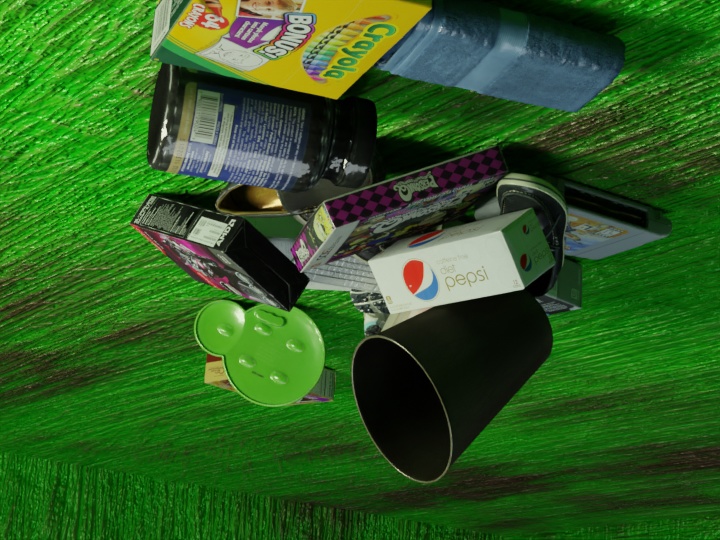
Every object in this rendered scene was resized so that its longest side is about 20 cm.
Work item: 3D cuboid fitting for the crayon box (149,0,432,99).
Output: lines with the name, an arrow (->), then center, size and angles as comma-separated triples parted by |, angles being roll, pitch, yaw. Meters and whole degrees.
crayon box -> -0.060, -0.213, 1.223 | 0.172, 0.058, 0.200 | 10, 162, -21

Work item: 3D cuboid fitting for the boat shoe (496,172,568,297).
boat shoe -> 0.184, -0.037, 1.623 | 0.074, 0.062, 0.200 | 10, 152, 17

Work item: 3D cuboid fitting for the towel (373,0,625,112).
towel -> 0.117, -0.189, 1.283 | 0.199, 0.049, 0.112 | 10, 162, -18

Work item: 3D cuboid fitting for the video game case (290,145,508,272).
video game case -> 0.037, -0.063, 1.590 | 0.199, 0.036, 0.181 | -19, 171, -18

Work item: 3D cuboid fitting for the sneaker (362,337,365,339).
sneaker -> 0.101, 0.123, 2.246 | 0.199, 0.080, 0.078 | 7, 163, -8

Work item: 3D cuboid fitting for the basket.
basket -> 0.107, 0.102, 1.638 | 0.136, 0.181, 0.200 | 12, -144, 42

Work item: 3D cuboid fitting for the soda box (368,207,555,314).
soda box -> 0.105, -0.008, 1.603 | 0.200, 0.068, 0.064 | -13, -165, 46

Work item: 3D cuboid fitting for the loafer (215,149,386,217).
loafer -> -0.063, -0.086, 1.577 | 0.200, 0.073, 0.072 | -12, -163, 38

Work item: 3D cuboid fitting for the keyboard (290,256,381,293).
keyboard -> 0.000, 0.000, 1.780 | 0.200, 0.011, 0.056 | 10, 122, -38

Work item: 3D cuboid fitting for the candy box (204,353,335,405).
candy box -> -0.149, 0.177, 2.515 | 0.116, 0.057, 0.200 | -10, 157, 38

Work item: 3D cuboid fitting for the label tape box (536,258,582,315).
label tape box -> 0.161, 0.008, 1.886 | 0.200, 0.066, 0.143 | 17, 158, -42

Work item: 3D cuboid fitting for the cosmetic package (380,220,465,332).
cosmetic package -> 0.099, 0.049, 1.790 | 0.103, 0.087, 0.200 | 21, 122, -7

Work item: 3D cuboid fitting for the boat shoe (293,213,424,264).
boat shoe -> 0.010, -0.055, 1.702 | 0.200, 0.073, 0.063 | 23, 158, -37

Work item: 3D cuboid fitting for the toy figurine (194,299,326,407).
toy figurine -> -0.146, 0.121, 2.252 | 0.200, 0.150, 0.184 | 25, 173, 4

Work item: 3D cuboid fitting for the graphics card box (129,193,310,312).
graphics card box -> -0.162, -0.022, 1.717 | 0.200, 0.051, 0.125 | 15, 157, 48

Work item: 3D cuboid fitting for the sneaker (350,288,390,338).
sneaker -> 0.027, 0.017, 1.917 | 0.077, 0.087, 0.200 | 0, 148, 1

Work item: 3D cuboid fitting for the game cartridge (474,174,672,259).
game cartridge -> 0.236, -0.057, 1.711 | 0.200, 0.042, 0.133 | 14, 156, -30

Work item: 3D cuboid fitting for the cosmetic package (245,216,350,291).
cosmetic package -> -0.079, -0.028, 1.839 | 0.150, 0.052, 0.200 | 5, 162, 0

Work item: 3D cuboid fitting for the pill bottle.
pill bottle -> -0.091, -0.133, 1.400 | 0.199, 0.112, 0.112 | 9, 162, -15
